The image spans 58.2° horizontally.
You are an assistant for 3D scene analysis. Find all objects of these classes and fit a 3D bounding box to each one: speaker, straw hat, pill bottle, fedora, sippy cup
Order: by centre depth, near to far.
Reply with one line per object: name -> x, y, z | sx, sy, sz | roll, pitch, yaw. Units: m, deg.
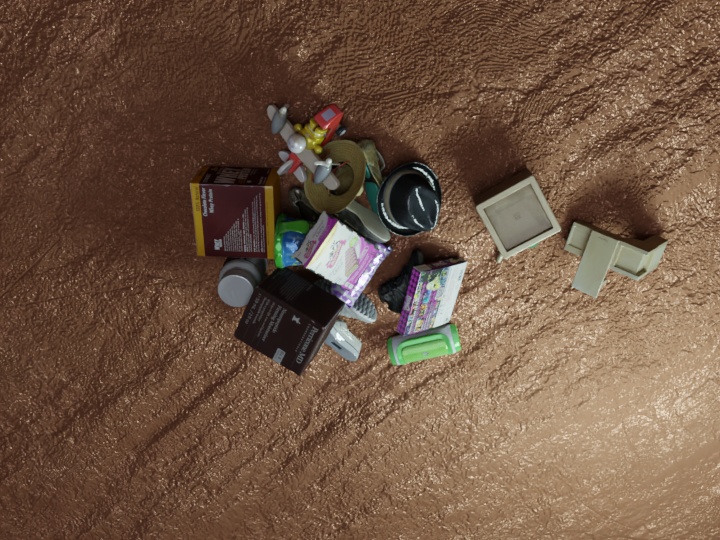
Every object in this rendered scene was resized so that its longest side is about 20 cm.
straw hat -> -0.040, -0.220, 1.594 | 0.201, 0.201, 0.085 | -43, 145, 21
fedora -> 0.138, -0.163, 1.603 | 0.200, 0.092, 0.201 | -11, 120, -21
sippy cup -> -0.145, -0.071, 1.643 | 0.130, 0.178, 0.140 | 3, 105, 2
pill bottle -> -0.304, 0.005, 1.676 | 0.109, 0.200, 0.110 | 1, 118, 2
speaker -> 0.180, 0.210, 1.837 | 0.199, 0.089, 0.089 | -14, 117, 9

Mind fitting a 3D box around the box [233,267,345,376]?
box -> -0.178, 0.122, 1.639 | 0.200, 0.164, 0.166 | 30, 115, 5

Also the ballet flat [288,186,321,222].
ballet flat -> -0.121, -0.132, 1.685 | 0.067, 0.046, 0.200 | -29, 114, 16

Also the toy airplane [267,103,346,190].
toy airplane -> -0.139, -0.297, 1.543 | 0.199, 0.141, 0.200 | 7, 104, 22

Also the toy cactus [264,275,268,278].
toy cactus -> -0.243, 0.098, 1.793 | 0.199, 0.102, 0.165 | -12, 107, 20

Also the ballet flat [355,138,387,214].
ballet flat -> 0.039, -0.236, 1.622 | 0.071, 0.071, 0.200 | -16, 118, 10

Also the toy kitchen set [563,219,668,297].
toy kitchen set -> 0.658, -0.029, 1.707 | 0.200, 0.180, 0.164 | 29, 119, 31

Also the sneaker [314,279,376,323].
sneaker -> -0.048, 0.094, 1.801 | 0.200, 0.075, 0.082 | 28, 133, -8

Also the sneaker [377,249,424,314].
sneaker -> 0.111, 0.033, 1.750 | 0.114, 0.076, 0.200 | 5, 123, -9

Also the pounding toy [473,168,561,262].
pounding toy -> 0.390, -0.124, 1.644 | 0.184, 0.142, 0.200 | -28, 103, 15

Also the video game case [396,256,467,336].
video game case -> 0.192, 0.068, 1.732 | 0.181, 0.036, 0.200 | -13, 127, -38

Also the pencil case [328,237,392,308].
pencil case -> 0.000, 0.000, 1.708 | 0.200, 0.084, 0.085 | -52, 142, 4

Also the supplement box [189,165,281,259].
supplement box -> -0.308, -0.148, 1.633 | 0.199, 0.133, 0.198 | 2, 118, 0

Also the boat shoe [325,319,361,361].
boat shoe -> -0.069, 0.172, 1.835 | 0.200, 0.070, 0.071 | 43, 141, -23

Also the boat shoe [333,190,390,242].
boat shoe -> -0.011, -0.133, 1.660 | 0.200, 0.067, 0.057 | 41, 131, 3

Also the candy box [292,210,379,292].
candy box -> -0.055, -0.043, 1.583 | 0.137, 0.061, 0.200 | -56, 142, 3
